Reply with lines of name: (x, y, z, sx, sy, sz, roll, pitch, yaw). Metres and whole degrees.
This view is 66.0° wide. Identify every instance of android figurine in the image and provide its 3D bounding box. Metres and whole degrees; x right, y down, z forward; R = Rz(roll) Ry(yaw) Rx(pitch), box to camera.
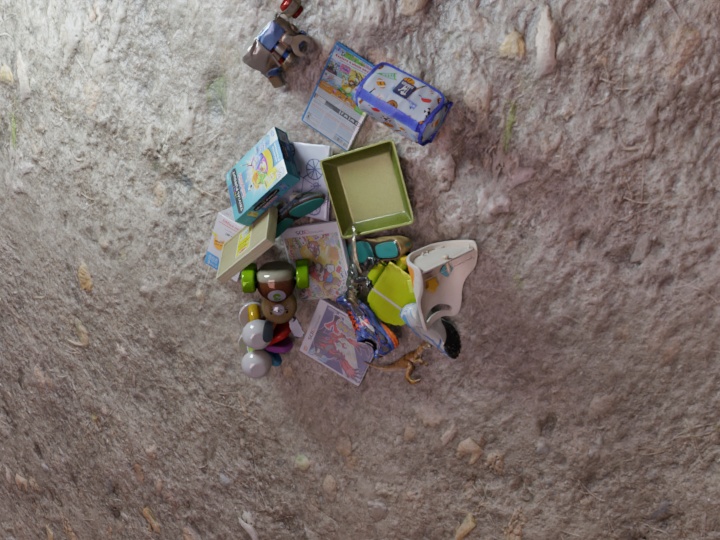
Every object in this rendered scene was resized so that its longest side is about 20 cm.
android figurine: (0.097, 0.055, 1.399, 0.181, 0.041, 0.202, 33, 116, 7)

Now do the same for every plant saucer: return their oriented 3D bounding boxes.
plant saucer: (0.022, -0.195, 1.336, 0.197, 0.048, 0.203, -10, 104, 24)

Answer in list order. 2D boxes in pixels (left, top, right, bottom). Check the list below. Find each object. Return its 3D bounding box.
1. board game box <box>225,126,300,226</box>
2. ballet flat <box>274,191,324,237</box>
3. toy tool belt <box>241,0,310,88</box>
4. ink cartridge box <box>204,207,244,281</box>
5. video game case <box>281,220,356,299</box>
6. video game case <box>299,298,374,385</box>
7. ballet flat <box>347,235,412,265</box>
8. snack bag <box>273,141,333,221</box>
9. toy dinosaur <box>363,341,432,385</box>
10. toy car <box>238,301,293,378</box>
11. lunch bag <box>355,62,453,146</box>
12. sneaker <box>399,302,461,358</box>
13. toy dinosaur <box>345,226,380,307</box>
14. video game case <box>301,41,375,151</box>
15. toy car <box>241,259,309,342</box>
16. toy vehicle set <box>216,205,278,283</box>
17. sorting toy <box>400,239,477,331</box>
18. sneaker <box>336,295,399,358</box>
board game box: (-0.245, -0.230, 1.365, 0.199, 0.047, 0.153, -36, 57, 28)
ballet flat: (-0.175, -0.157, 1.395, 0.198, 0.074, 0.075, -31, 96, 25)
toy tool belt: (-0.174, -0.520, 1.274, 0.199, 0.126, 0.122, -35, 125, 30)
ink cartridge box: (-0.337, -0.088, 1.501, 0.114, 0.068, 0.202, 28, 116, 9)
video game case: (-0.110, -0.023, 1.451, 0.179, 0.023, 0.203, -4, 107, 29)
video game case: (-0.054, 0.195, 1.518, 0.198, 0.023, 0.184, 29, 116, 9)
ballet flat: (0.049, -0.052, 1.362, 0.198, 0.063, 0.070, 2, 110, 50)
snack bag: (-0.164, -0.231, 1.410, 0.197, 0.021, 0.192, 11, 111, 20)
toy dinosaur: (0.117, 0.251, 1.463, 0.198, 0.060, 0.108, -30, 72, 22)
toy car: (-0.259, 0.188, 1.537, 0.147, 0.175, 0.203, -1, 113, -18)
lunch bag: (0.092, -0.350, 1.169, 0.169, 0.200, 0.125, 32, 117, 8)
sneaker: (0.177, 0.148, 1.375, 0.200, 0.072, 0.072, 43, 152, -23)
toy dinosaur: (0.000, 0.000, 1.341, 0.087, 0.047, 0.204, 13, 104, 39)
video game case: (-0.041, -0.405, 1.303, 0.142, 0.018, 0.202, 35, 117, 7)
toy car: (-0.207, 0.085, 1.406, 0.161, 0.158, 0.204, -4, 104, -6)
toy vehicle set: (-0.282, -0.066, 1.378, 0.199, 0.126, 0.026, -34, 129, 30)
sorting toy: (0.179, 0.040, 1.297, 0.106, 0.198, 0.183, 12, 117, 49)
sneaker: (0.009, 0.142, 1.417, 0.200, 0.078, 0.075, 43, 162, 5)
